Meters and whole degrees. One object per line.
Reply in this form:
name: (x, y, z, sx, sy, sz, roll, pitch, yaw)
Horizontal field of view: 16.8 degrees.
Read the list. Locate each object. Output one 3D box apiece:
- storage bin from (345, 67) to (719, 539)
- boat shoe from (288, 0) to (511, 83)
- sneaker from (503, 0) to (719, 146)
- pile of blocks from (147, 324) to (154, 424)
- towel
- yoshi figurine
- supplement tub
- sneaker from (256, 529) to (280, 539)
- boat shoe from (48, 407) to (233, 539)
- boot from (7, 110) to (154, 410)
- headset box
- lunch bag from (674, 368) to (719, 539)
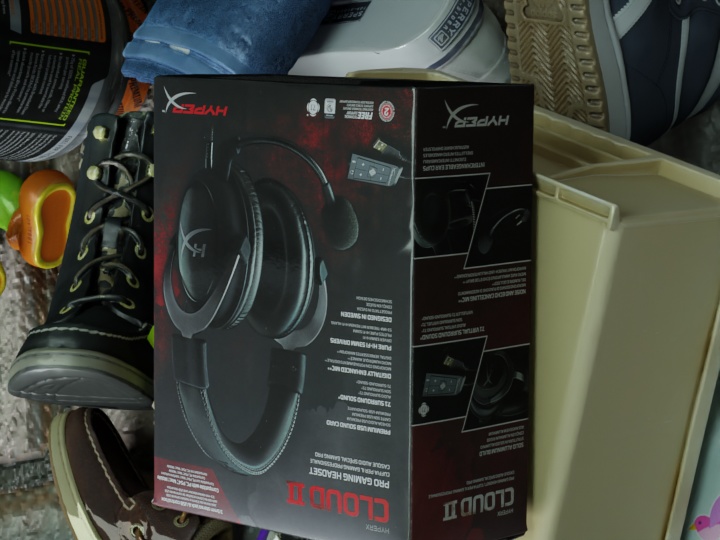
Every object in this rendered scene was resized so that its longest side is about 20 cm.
storage bin: (0.046, 0.035, 1.046, 0.198, 0.093, 0.201, 25, 112, 40)
boat shoe: (0.004, -0.109, 1.198, 0.199, 0.066, 0.072, 0, 55, 54)
sneaker: (0.117, -0.146, 1.070, 0.070, 0.108, 0.201, 19, 122, 43)
pile of blocks: (-0.076, 0.057, 1.208, 0.062, 0.082, 0.200, 52, 158, 26)
towel: (-0.034, -0.165, 1.180, 0.201, 0.048, 0.111, -55, 30, -8)
yoshi figurine: (-0.255, -0.068, 1.393, 0.200, 0.112, 0.112, 32, 93, 37)
supplement tub: (-0.211, -0.121, 1.291, 0.122, 0.199, 0.124, -3, 86, 39)
sneaker: (-0.053, 0.199, 1.200, 0.099, 0.069, 0.201, -28, 39, 46)
boat shoe: (-0.097, 0.150, 1.281, 0.072, 0.072, 0.201, -33, 66, 11)
boot: (-0.129, -0.008, 1.238, 0.073, 0.204, 0.155, 3, 85, 6)
headset box: (-0.009, 0.023, 0.981, 0.148, 0.077, 0.202, 8, 98, 43)
lunch bag: (0.168, 0.055, 1.059, 0.200, 0.077, 0.161, -43, 62, 30)
